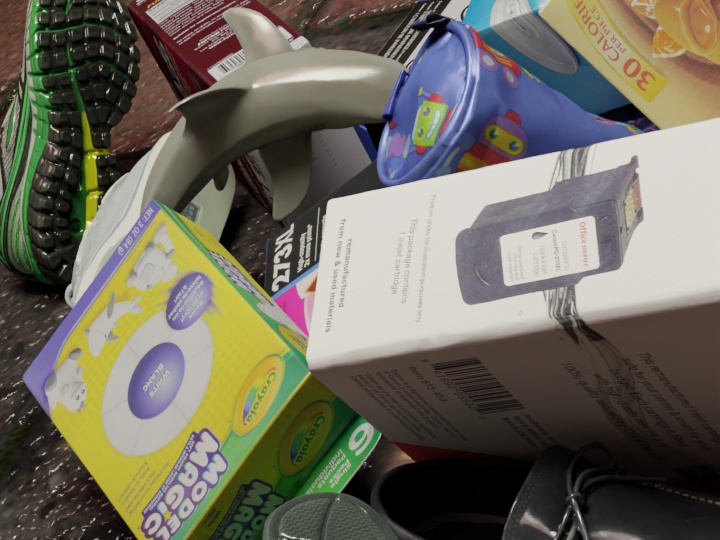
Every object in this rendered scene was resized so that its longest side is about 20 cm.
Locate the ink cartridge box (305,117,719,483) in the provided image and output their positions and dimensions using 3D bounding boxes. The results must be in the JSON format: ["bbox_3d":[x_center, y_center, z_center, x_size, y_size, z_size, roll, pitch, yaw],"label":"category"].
[{"bbox_3d":[0.102,0.022,0.905,0.200,0.145,0.085,-11,56,29],"label":"ink cartridge box"}]

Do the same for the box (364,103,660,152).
[{"bbox_3d":[0.105,-0.062,1.130,0.141,0.079,0.200,-31,29,-11],"label":"box"}]

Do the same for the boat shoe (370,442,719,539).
[{"bbox_3d":[0.085,0.107,0.886,0.200,0.062,0.075,-1,37,38],"label":"boat shoe"}]

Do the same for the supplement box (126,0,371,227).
[{"bbox_3d":[-0.065,-0.103,1.306,0.061,0.109,0.200,-32,28,-7],"label":"supplement box"}]

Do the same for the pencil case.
[{"bbox_3d":[0.097,-0.039,0.972,0.078,0.200,0.087,-63,27,8],"label":"pencil case"}]

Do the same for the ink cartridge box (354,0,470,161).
[{"bbox_3d":[0.074,-0.140,1.314,0.094,0.044,0.200,-2,37,36],"label":"ink cartridge box"}]

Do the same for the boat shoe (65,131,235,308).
[{"bbox_3d":[-0.125,0.002,1.247,0.071,0.070,0.201,-35,24,35],"label":"boat shoe"}]

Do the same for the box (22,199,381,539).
[{"bbox_3d":[-0.076,0.064,1.041,0.117,0.048,0.200,-53,43,6],"label":"box"}]

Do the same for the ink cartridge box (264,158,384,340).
[{"bbox_3d":[0.000,0.000,1.072,0.200,0.037,0.095,-38,35,35],"label":"ink cartridge box"}]

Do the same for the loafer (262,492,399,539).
[{"bbox_3d":[0.014,0.171,0.857,0.072,0.063,0.200,-9,40,-17],"label":"loafer"}]

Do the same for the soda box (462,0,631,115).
[{"bbox_3d":[0.146,-0.131,1.022,0.200,0.068,0.064,-19,33,34],"label":"soda box"}]

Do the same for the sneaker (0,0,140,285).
[{"bbox_3d":[-0.190,-0.091,1.344,0.085,0.078,0.201,-3,78,44],"label":"sneaker"}]

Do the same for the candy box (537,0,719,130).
[{"bbox_3d":[0.186,-0.087,0.936,0.115,0.200,0.055,-50,-6,37],"label":"candy box"}]

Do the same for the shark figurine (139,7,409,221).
[{"bbox_3d":[-0.081,-0.056,1.149,0.215,0.089,0.128,-48,71,13],"label":"shark figurine"}]
